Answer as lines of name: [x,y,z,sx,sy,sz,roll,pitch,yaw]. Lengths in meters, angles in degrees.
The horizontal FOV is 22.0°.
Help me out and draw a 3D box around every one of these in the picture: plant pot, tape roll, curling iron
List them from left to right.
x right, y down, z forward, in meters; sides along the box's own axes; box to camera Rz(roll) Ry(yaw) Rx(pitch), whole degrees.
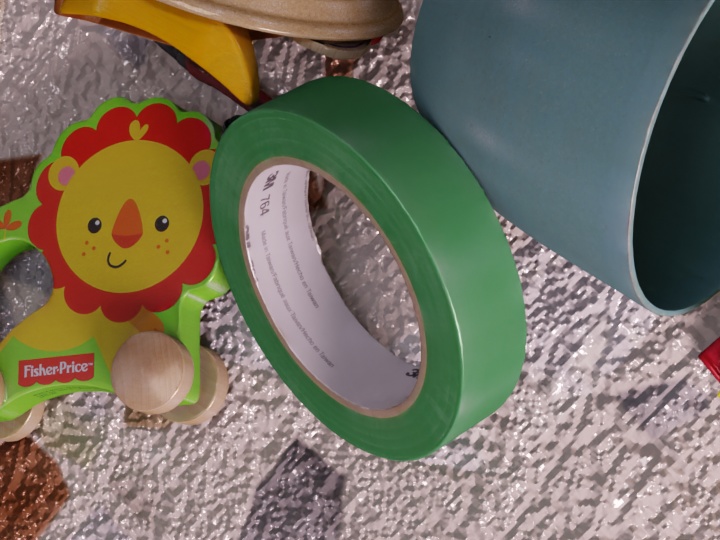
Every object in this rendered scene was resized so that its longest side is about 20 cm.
curling iron: [-0.098,-0.123,1.084,0.200,0.049,0.026,47,126,27]
tape roll: [0.000,0.000,0.966,0.200,0.048,0.201,36,141,35]
plant pot: [0.123,-0.100,0.923,0.160,0.200,0.202,26,95,31]

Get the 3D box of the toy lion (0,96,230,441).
toy lion: [-0.155,-0.004,1.090,0.199,0.069,0.193,-7,76,20]

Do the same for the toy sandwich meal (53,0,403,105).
toy sandwich meal: [-0.076,-0.147,1.013,0.204,0.205,0.071,26,115,21]

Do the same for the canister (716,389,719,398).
canister: [0.295,0.053,0.884,0.199,0.087,0.149,33,100,12]

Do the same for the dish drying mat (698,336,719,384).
dish drying mat: [0.272,0.012,0.943,0.200,0.018,0.077,-40,74,13]
